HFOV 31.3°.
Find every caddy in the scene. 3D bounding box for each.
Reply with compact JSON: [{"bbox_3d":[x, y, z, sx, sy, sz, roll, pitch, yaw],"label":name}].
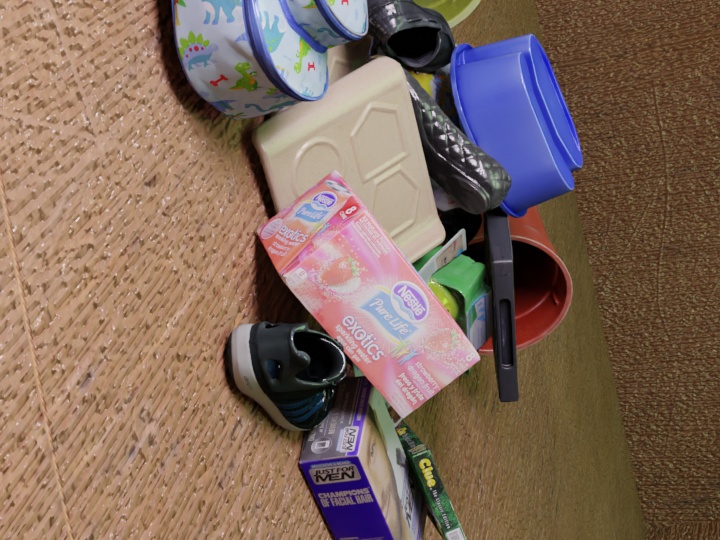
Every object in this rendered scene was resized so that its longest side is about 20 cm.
[{"bbox_3d":[0.159,-0.155,1.384,0.200,0.105,0.141,65,28,-18],"label":"caddy"}]

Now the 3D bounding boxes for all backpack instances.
[{"bbox_3d":[-0.078,-0.235,1.058,0.183,0.147,0.200,22,63,-68],"label":"backpack"}]

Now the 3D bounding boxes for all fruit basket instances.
[{"bbox_3d":[0.062,0.080,1.350,0.200,0.094,0.185,-51,148,-36],"label":"fruit basket"}]

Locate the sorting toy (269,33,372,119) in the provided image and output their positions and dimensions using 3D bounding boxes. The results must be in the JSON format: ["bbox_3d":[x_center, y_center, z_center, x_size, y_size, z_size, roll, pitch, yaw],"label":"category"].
[{"bbox_3d":[-0.034,-0.224,1.284,0.200,0.036,0.185,-11,120,-72],"label":"sorting toy"}]

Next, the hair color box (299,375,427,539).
[{"bbox_3d":[0.007,0.212,1.256,0.109,0.065,0.200,-77,152,-50],"label":"hair color box"}]

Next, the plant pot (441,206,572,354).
[{"bbox_3d":[0.170,-0.026,1.721,0.195,0.201,0.201,-91,163,-52],"label":"plant pot"}]

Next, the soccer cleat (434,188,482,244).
[{"bbox_3d":[0.060,-0.081,1.459,0.200,0.068,0.073,20,17,-51],"label":"soccer cleat"}]

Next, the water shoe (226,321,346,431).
[{"bbox_3d":[-0.045,0.094,1.112,0.200,0.079,0.072,40,45,-66],"label":"water shoe"}]

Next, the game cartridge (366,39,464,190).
[{"bbox_3d":[0.058,-0.191,1.404,0.133,0.040,0.200,29,53,-34],"label":"game cartridge"}]

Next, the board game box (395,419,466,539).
[{"bbox_3d":[0.068,0.223,1.364,0.200,0.023,0.105,-154,-137,-83],"label":"board game box"}]

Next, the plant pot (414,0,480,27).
[{"bbox_3d":[0.054,-0.406,1.553,0.190,0.200,0.200,-94,168,-60],"label":"plant pot"}]

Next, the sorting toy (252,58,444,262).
[{"bbox_3d":[-0.010,-0.080,1.242,0.185,0.036,0.200,-34,119,-32],"label":"sorting toy"}]

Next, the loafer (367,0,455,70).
[{"bbox_3d":[0.052,-0.236,1.313,0.070,0.068,0.201,64,17,17],"label":"loafer"}]

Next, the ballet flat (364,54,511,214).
[{"bbox_3d":[0.075,-0.141,1.317,0.200,0.066,0.057,49,50,-4],"label":"ballet flat"}]

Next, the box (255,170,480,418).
[{"bbox_3d":[0.008,0.023,1.160,0.200,0.095,0.103,51,4,-30],"label":"box"}]

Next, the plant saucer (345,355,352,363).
[{"bbox_3d":[0.000,0.000,1.386,0.200,0.036,0.200,-9,90,-73],"label":"plant saucer"}]

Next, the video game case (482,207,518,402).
[{"bbox_3d":[0.155,0.015,1.436,0.200,0.025,0.181,-87,172,-58],"label":"video game case"}]
